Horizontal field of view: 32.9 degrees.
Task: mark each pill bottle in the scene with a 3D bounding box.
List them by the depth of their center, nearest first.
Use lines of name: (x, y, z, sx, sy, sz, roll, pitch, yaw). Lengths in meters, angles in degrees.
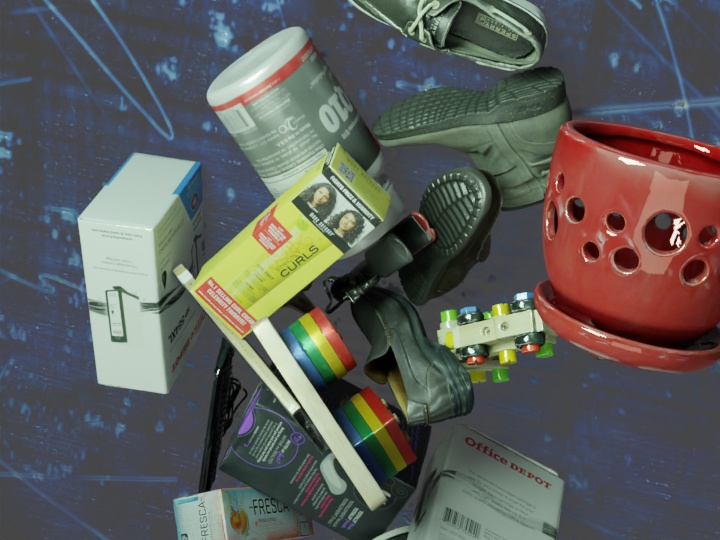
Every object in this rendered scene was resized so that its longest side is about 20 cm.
pill bottle: (-0.048, -0.118, 1.166, 0.113, 0.114, 0.201, -24, 113, 26)

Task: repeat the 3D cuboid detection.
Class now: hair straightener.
hair straightener: (0.000, 0.000, 1.218, 0.041, 0.077, 0.199, 51, 150, -7)

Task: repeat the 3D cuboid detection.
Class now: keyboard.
keyboard: (-0.152, 0.166, 1.382, 0.039, 0.105, 0.202, 10, 122, -4)

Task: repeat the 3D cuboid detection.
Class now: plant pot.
plant pot: (0.249, -0.022, 1.072, 0.198, 0.201, 0.185, 15, 107, 5)

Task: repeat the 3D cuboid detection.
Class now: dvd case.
dvd case: (-0.108, 0.091, 1.237, 0.200, 0.016, 0.149, 47, 172, 24)

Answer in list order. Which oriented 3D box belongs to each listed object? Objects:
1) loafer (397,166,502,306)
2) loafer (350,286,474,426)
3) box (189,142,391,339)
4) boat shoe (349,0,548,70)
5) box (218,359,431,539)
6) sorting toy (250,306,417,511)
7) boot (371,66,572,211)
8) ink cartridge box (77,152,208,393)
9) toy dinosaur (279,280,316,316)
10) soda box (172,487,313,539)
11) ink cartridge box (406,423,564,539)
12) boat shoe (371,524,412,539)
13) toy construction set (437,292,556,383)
loafer: (0.095, -0.039, 1.189, 0.074, 0.071, 0.200, 65, 153, 20)
loafer: (0.034, 0.083, 1.231, 0.072, 0.200, 0.074, -20, 127, -21)
box: (-0.066, -0.024, 1.128, 0.199, 0.050, 0.075, -38, 106, 28)
boat shoe: (0.073, -0.233, 1.092, 0.197, 0.064, 0.071, 18, 124, 3)
box: (-0.038, 0.199, 1.364, 0.198, 0.106, 0.123, 29, 126, -4)
sorting toy: (-0.017, 0.129, 1.196, 0.069, 0.199, 0.201, -33, 82, -5)
boot: (0.117, -0.108, 1.161, 0.197, 0.068, 0.132, -8, 125, 21)
ink cartridge box: (-0.220, 0.003, 1.267, 0.083, 0.147, 0.202, 7, 124, 10)
toy dinosaur: (-0.079, 0.022, 1.293, 0.106, 0.061, 0.199, -42, 136, 21)
soda box: (-0.130, 0.283, 1.393, 0.068, 0.199, 0.064, -16, 75, 22)
ink cartridge box: (0.131, 0.285, 1.319, 0.146, 0.201, 0.083, 28, 128, -3)
boat shoe: (0.075, 0.326, 1.374, 0.198, 0.061, 0.074, -1, 141, -36)
toy construction set: (0.158, 0.059, 1.221, 0.199, 0.130, 0.093, -31, 65, 28)
